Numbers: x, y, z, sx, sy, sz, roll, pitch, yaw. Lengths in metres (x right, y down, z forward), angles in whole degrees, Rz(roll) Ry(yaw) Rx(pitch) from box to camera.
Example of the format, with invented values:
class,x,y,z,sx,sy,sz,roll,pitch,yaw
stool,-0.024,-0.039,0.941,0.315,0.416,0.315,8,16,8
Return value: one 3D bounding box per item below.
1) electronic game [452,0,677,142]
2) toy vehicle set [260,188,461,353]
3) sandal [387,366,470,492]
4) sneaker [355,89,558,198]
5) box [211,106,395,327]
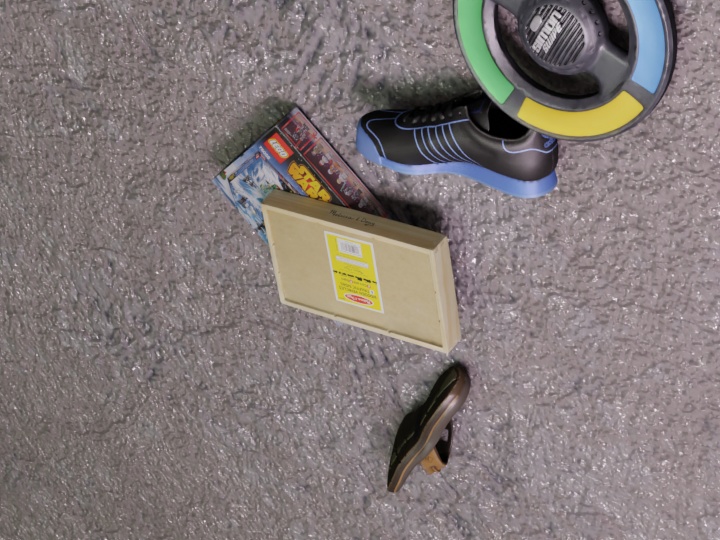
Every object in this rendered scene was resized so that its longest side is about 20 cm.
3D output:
class,x,y,z,sx,sy,sz,roll,pitch,yaw
electronic game,0.165,-0.198,1.570,0.198,0.042,0.202,18,128,25
toy vehicle set,0.000,0.000,1.856,0.198,0.027,0.125,16,134,29
sandal,0.076,0.170,1.984,0.054,0.082,0.201,23,135,-10
sneaker,0.084,-0.126,1.705,0.198,0.070,0.079,13,130,23
box,-0.041,-0.050,1.899,0.200,0.040,0.137,49,142,-7
